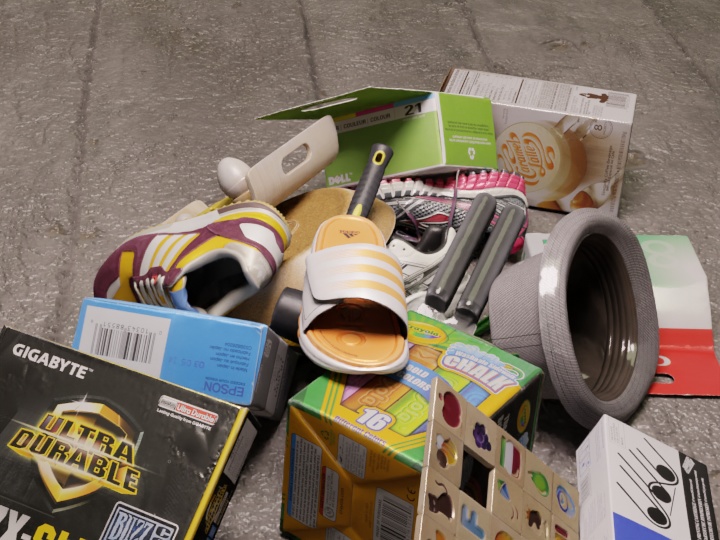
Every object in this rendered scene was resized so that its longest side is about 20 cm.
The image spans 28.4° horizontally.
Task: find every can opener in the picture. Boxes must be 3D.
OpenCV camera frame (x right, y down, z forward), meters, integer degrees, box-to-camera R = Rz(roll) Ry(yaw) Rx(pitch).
[{"bbox_3d":[0.078,0.031,1.179,0.053,0.067,0.201,23,61,10],"label":"can opener"}]

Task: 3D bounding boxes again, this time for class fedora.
[{"bbox_3d":[0.165,0.043,1.163,0.090,0.179,0.200,-9,11,32],"label":"fedora"}]

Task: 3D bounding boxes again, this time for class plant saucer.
[{"bbox_3d":[-0.065,-0.018,1.242,0.199,0.036,0.201,-25,23,11],"label":"plant saucer"}]

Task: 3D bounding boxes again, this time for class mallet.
[{"bbox_3d":[-0.022,-0.025,1.157,0.065,0.041,0.202,13,59,0],"label":"mallet"}]

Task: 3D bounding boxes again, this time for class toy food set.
[{"bbox_3d":[-0.124,-0.068,1.296,0.199,0.061,0.143,-26,10,39],"label":"toy food set"}]

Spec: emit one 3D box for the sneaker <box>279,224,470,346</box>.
[{"bbox_3d":[0.007,0.011,1.229,0.199,0.089,0.075,-16,12,-35],"label":"sneaker"}]

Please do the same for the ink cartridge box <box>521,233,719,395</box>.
[{"bbox_3d":[0.236,0.035,1.275,0.159,0.051,0.201,1,30,-4],"label":"ink cartridge box"}]

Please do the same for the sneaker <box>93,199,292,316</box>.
[{"bbox_3d":[-0.152,0.008,1.164,0.199,0.075,0.090,-23,26,29],"label":"sneaker"}]

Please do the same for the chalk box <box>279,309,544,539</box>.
[{"bbox_3d":[0.050,0.121,1.038,0.123,0.126,0.200,23,35,28],"label":"chalk box"}]

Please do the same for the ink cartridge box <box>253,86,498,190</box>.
[{"bbox_3d":[0.017,-0.122,1.362,0.147,0.077,0.199,-9,-3,37],"label":"ink cartridge box"}]

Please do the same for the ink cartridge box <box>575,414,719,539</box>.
[{"bbox_3d":[0.202,0.192,0.987,0.093,0.044,0.201,27,31,-9],"label":"ink cartridge box"}]

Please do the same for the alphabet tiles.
[{"bbox_3d":[0.089,0.192,0.908,0.008,0.167,0.201,-23,42,35],"label":"alphabet tiles"}]

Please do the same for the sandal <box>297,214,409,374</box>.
[{"bbox_3d":[-0.008,0.000,1.049,0.078,0.060,0.207,0,34,-6],"label":"sandal"}]

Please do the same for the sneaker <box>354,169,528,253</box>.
[{"bbox_3d":[0.063,-0.049,1.368,0.198,0.076,0.081,-6,-11,4],"label":"sneaker"}]

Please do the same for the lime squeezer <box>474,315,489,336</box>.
[{"bbox_3d":[0.051,0.057,1.203,0.037,0.071,0.199,5,-5,38],"label":"lime squeezer"}]

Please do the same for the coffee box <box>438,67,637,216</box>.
[{"bbox_3d":[0.178,-0.132,1.474,0.198,0.115,0.080,9,31,10],"label":"coffee box"}]

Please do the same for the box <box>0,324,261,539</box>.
[{"bbox_3d":[-0.188,0.142,0.967,0.198,0.049,0.161,17,73,19],"label":"box"}]

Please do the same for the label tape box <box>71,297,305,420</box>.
[{"bbox_3d":[-0.129,0.075,1.123,0.143,0.064,0.200,9,-9,8],"label":"label tape box"}]
